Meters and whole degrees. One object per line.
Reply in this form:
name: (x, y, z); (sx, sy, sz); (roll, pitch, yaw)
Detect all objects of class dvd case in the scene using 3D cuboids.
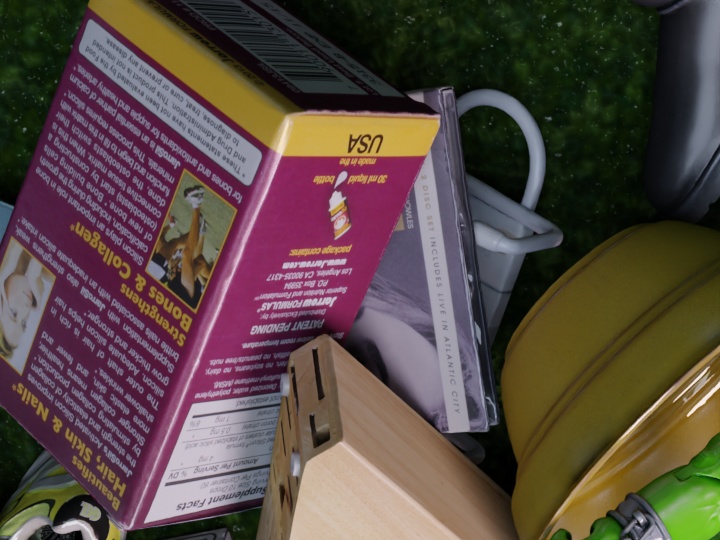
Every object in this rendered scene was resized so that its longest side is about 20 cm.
dvd case: (-0.033, 0.003, 1.031); (0.199, 0.016, 0.150); (-5, 95, 35)

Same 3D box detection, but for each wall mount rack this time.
wall mount rack: (0.000, 0.000, 1.058); (0.173, 0.074, 0.201); (31, 114, 31)

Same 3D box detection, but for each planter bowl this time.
planter bowl: (0.121, 0.040, 0.982); (0.084, 0.200, 0.201); (48, 112, 20)

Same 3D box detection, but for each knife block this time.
knife block: (0.043, 0.122, 0.994); (0.174, 0.064, 0.201); (1, 132, -11)

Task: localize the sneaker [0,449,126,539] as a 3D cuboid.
sneaker: (-0.181, 0.165, 1.140); (0.075, 0.076, 0.201); (32, 112, -5)

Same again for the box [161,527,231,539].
box: (-0.079, 0.245, 1.133); (0.060, 0.117, 0.201); (-10, 109, 15)

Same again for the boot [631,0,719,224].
boot: (0.095, -0.133, 0.990); (0.199, 0.066, 0.166); (26, 99, -7)

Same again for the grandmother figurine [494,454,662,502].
grandmother figurine: (0.056, 0.139, 1.091); (0.199, 0.061, 0.121); (-25, 149, 8)

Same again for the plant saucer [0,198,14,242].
plant saucer: (-0.206, -0.017, 1.095); (0.199, 0.019, 0.070); (22, 114, 9)

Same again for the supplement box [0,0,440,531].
supplement box: (-0.072, -0.010, 0.976); (0.131, 0.103, 0.201); (38, 115, 32)

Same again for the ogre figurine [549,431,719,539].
ogre figurine: (0.171, 0.122, 0.960); (0.200, 0.098, 0.120); (37, 97, -20)
